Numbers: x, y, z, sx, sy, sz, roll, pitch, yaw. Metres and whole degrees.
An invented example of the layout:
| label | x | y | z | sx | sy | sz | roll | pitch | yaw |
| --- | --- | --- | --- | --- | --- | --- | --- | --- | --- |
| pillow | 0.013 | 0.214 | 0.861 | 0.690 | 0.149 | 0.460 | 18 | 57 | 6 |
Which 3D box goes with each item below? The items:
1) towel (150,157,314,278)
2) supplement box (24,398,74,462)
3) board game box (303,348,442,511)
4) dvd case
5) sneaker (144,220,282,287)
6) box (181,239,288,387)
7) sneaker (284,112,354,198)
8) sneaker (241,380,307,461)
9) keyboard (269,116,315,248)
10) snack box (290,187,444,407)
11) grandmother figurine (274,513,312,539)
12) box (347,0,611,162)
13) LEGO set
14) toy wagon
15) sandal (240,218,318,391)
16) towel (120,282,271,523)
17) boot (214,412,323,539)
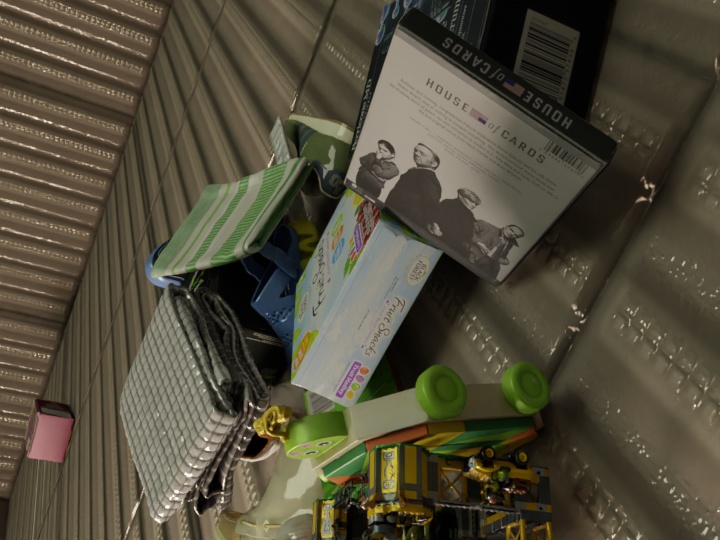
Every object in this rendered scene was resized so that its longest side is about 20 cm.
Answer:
| label | x | y | z | sx | sy | sz | roll | pitch | yaw |
| --- | --- | --- | --- | --- | --- | --- | --- | --- | --- |
| towel | -0.154 | -0.062 | 1.011 | 0.199 | 0.023 | 0.153 | -8 | 44 | 44 |
| supplement box | -0.893 | 0.454 | 2.466 | 0.200 | 0.102 | 0.132 | 12 | 87 | 67 |
| board game box | 0.007 | 0.158 | 0.746 | 0.095 | 0.030 | 0.201 | -34 | 35 | 13 |
| dvd case | 0.069 | -0.072 | 0.592 | 0.025 | 0.150 | 0.200 | -53 | -5 | -25 |
| sneaker | -0.195 | -0.040 | 1.165 | 0.071 | 0.199 | 0.078 | 60 | 147 | 6 |
| box | -0.164 | 0.069 | 1.098 | 0.200 | 0.123 | 0.150 | -48 | 35 | 42 |
| sneaker | -0.057 | -0.138 | 1.054 | 0.200 | 0.067 | 0.091 | 27 | 95 | 62 |
| sneaker | -0.129 | 0.180 | 0.973 | 0.073 | 0.084 | 0.200 | 57 | 146 | 10 |
| keyboard | -0.079 | -0.084 | 1.042 | 0.056 | 0.011 | 0.202 | 126 | 130 | -71 |
| snack box | 0.000 | 0.000 | 0.795 | 0.170 | 0.067 | 0.200 | -61 | 12 | 21 |
| grandmother figurine | -0.037 | 0.306 | 0.725 | 0.121 | 0.060 | 0.202 | -31 | 55 | 27 |
| box | 0.088 | -0.152 | 0.705 | 0.200 | 0.106 | 0.150 | 4 | 80 | 66 |
| LEGO set | 0.044 | 0.195 | 0.548 | 0.200 | 0.152 | 0.117 | 135 | 143 | -53 |
| toy wagon | 0.025 | 0.109 | 0.573 | 0.155 | 0.198 | 0.040 | -44 | 53 | 48 |
| sandal | -0.086 | 0.038 | 0.967 | 0.079 | 0.086 | 0.202 | -37 | 60 | 50 |
| towel | -0.173 | 0.136 | 0.903 | 0.166 | 0.085 | 0.200 | -60 | 41 | 23 |
| boot | -0.078 | 0.224 | 0.881 | 0.199 | 0.072 | 0.156 | -5 | 72 | 57 |
